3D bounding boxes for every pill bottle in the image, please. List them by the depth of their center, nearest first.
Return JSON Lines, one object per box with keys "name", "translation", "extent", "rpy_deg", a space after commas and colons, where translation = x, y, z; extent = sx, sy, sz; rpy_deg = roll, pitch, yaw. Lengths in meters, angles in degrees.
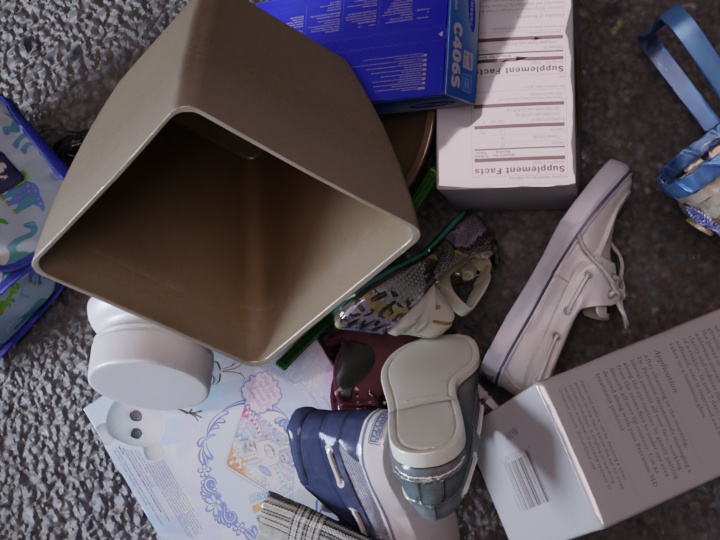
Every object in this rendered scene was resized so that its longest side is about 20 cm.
{"name": "pill bottle", "translation": [-0.157, 0.001, 1.110], "extent": [0.113, 0.114, 0.202], "rpy_deg": [-2, 62, 10]}

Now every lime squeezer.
{"name": "lime squeezer", "translation": [0.000, 0.000, 1.124], "extent": [0.038, 0.071, 0.200], "rpy_deg": [39, 88, 27]}

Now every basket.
{"name": "basket", "translation": [0.280, -0.107, 1.039], "extent": [0.138, 0.176, 0.201], "rpy_deg": [-33, 89, 9]}

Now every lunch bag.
{"name": "lunch bag", "translation": [-0.332, -0.034, 1.170], "extent": [0.200, 0.127, 0.170], "rpy_deg": [-44, 77, 2]}

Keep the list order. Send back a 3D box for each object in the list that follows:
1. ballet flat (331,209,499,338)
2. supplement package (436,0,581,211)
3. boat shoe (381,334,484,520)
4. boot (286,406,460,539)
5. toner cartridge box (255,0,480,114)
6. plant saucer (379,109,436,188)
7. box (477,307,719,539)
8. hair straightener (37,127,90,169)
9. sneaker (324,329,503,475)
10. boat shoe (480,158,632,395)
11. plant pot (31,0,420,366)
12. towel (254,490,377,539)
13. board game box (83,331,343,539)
{"name": "ballet flat", "translation": [0.055, 0.013, 1.068], "extent": [0.071, 0.200, 0.073], "rpy_deg": [14, 118, 28]}
{"name": "supplement package", "translation": [0.120, -0.155, 1.107], "extent": [0.108, 0.114, 0.202], "rpy_deg": [-1, 84, 11]}
{"name": "boat shoe", "translation": [0.053, 0.106, 0.993], "extent": [0.072, 0.200, 0.062], "rpy_deg": [-8, 111, 8]}
{"name": "boot", "translation": [0.013, 0.181, 1.075], "extent": [0.090, 0.201, 0.073], "rpy_deg": [4, 39, 31]}
{"name": "toner cartridge box", "translation": [-0.001, -0.171, 1.084], "extent": [0.199, 0.043, 0.096], "rpy_deg": [0, 86, 38]}
{"name": "plant saucer", "translation": [-0.018, -0.124, 1.141], "extent": [0.199, 0.029, 0.202], "rpy_deg": [-6, 80, 34]}
{"name": "box", "translation": [0.201, 0.113, 1.001], "extent": [0.198, 0.152, 0.107], "rpy_deg": [-19, 78, -22]}
{"name": "hair straightener", "translation": [-0.213, -0.107, 1.208], "extent": [0.198, 0.041, 0.078], "rpy_deg": [-13, 80, 13]}
{"name": "sneaker", "translation": [0.041, 0.118, 1.090], "extent": [0.115, 0.076, 0.200], "rpy_deg": [-28, 67, -23]}
{"name": "boat shoe", "translation": [0.178, 0.016, 1.094], "extent": [0.086, 0.075, 0.203], "rpy_deg": [31, 91, 13]}
{"name": "plant pot", "translation": [-0.094, -0.081, 1.002], "extent": [0.199, 0.199, 0.178], "rpy_deg": [-39, 37, 36]}
{"name": "towel", "translation": [-0.015, 0.288, 1.070], "extent": [0.191, 0.035, 0.202], "rpy_deg": [23, 119, 13]}
{"name": "board game box", "translation": [-0.095, 0.142, 1.145], "extent": [0.198, 0.043, 0.201], "rpy_deg": [-35, 78, 4]}
